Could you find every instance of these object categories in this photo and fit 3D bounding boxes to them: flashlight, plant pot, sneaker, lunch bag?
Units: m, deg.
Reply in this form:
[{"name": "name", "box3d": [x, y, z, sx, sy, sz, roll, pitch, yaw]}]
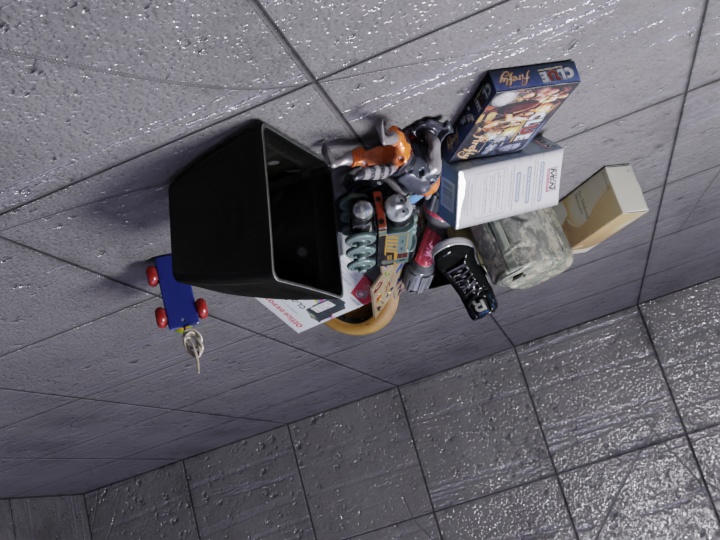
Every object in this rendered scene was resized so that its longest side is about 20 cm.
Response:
[{"name": "flashlight", "box3d": [0.120, -0.051, 1.495, 0.067, 0.068, 0.202, 10, 123, -13]}, {"name": "plant pot", "box3d": [-0.149, -0.058, 1.170, 0.175, 0.203, 0.199, -11, 167, 24]}, {"name": "sneaker", "box3d": [0.192, 0.022, 1.488, 0.072, 0.113, 0.200, -29, 152, 15]}, {"name": "sneaker", "box3d": [0.040, -0.111, 1.379, 0.199, 0.067, 0.078, -28, 164, 32]}, {"name": "lunch bag", "box3d": [0.260, -0.074, 1.490, 0.138, 0.202, 0.167, -27, 165, 25]}]

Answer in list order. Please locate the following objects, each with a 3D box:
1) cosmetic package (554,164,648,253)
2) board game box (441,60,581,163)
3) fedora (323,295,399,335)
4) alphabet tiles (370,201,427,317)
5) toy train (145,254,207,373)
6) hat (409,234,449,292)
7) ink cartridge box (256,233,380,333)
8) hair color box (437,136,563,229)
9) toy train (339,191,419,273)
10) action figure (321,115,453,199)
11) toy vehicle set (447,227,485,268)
[{"name": "cosmetic package", "box3d": [0.468, -0.118, 1.714, 0.070, 0.107, 0.200, -8, 160, -27]}, {"name": "board game box", "box3d": [0.211, -0.224, 1.236, 0.134, 0.035, 0.200, -12, 163, -18]}, {"name": "fedora", "box3d": [-0.011, 0.026, 1.669, 0.199, 0.202, 0.082, -24, -160, 23]}, {"name": "alphabet tiles", "box3d": [0.075, -0.016, 1.527, 0.201, 0.007, 0.168, -53, 158, -24]}, {"name": "toy train", "box3d": [-0.298, 0.083, 1.436, 0.083, 0.203, 0.116, -12, 168, -14]}, {"name": "hat", "box3d": [0.165, -0.035, 1.689, 0.198, 0.082, 0.201, -22, -161, 8]}, {"name": "ink cartridge box", "box3d": [-0.075, 0.016, 1.554, 0.198, 0.084, 0.146, -24, 137, 23]}, {"name": "hair color box", "box3d": [0.222, -0.141, 1.364, 0.197, 0.061, 0.100, -14, 122, -22]}, {"name": "toy train", "box3d": [0.029, -0.060, 1.281, 0.112, 0.086, 0.200, -9, 161, -3]}, {"name": "action figure", "box3d": [0.036, -0.139, 1.224, 0.192, 0.106, 0.199, 15, 143, -43]}, {"name": "toy vehicle set", "box3d": [0.267, -0.073, 1.620, 0.197, 0.126, 0.027, -15, 164, -4]}]
